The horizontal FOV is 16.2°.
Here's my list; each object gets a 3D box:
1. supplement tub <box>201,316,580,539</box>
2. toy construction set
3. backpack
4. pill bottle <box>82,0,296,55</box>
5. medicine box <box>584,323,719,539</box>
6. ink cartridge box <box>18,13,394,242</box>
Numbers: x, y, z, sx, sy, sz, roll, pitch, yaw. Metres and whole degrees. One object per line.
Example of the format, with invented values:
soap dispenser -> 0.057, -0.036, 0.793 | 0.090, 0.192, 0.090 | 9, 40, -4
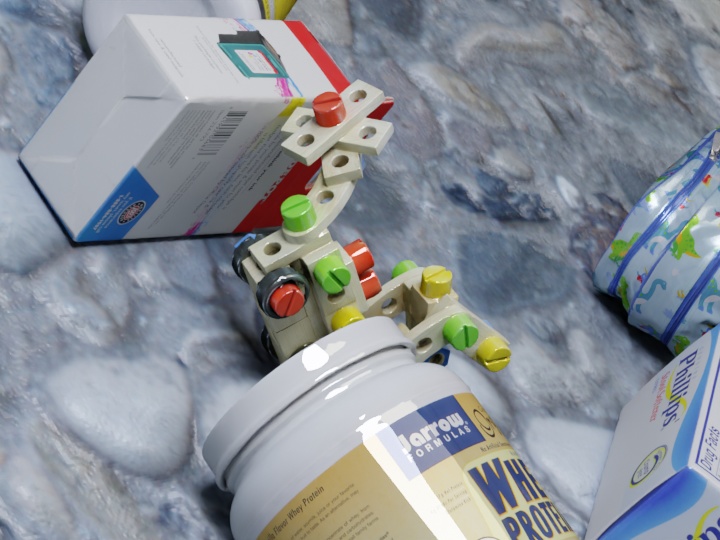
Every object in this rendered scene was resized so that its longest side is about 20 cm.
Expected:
supplement tub -> 0.024, 0.138, 1.275 | 0.200, 0.144, 0.144 | 53, 30, 15
toy construction set -> 0.000, 0.000, 1.412 | 0.092, 0.131, 0.201 | 44, -20, 59
backpack -> 0.249, -0.017, 1.764 | 0.153, 0.163, 0.200 | 31, 38, -6
pill bottle -> -0.092, -0.188, 1.573 | 0.112, 0.112, 0.200 | 40, 30, -8
medicine box -> 0.253, 0.163, 1.573 | 0.200, 0.103, 0.182 | 40, 30, -7
ink cartridge box -> -0.083, -0.081, 1.445 | 0.200, 0.116, 0.067 | -5, 52, -55
